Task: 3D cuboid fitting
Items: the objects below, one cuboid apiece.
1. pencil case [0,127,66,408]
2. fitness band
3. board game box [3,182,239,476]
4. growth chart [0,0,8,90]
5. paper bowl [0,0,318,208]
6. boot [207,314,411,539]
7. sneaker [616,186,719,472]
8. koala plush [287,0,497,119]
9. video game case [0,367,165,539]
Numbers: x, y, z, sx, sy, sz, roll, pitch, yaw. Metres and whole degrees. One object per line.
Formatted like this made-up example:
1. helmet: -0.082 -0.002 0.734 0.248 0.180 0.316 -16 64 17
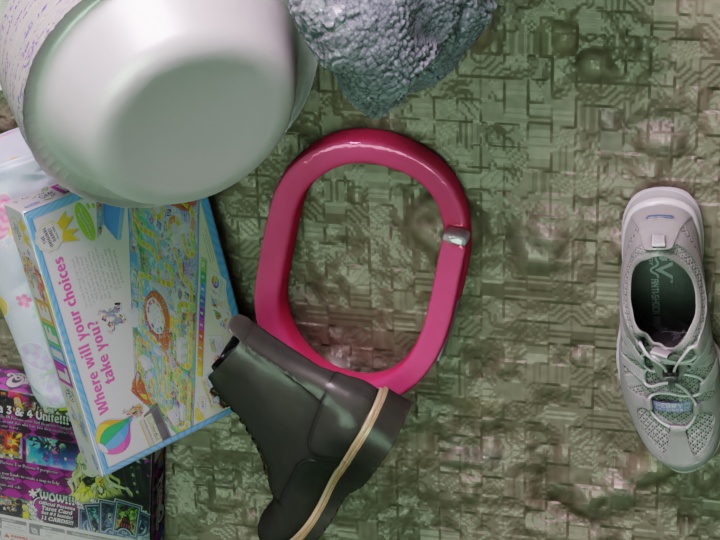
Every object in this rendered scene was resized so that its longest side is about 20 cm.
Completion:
1. pencil case: -0.217 -0.002 1.344 0.090 0.083 0.201 -17 111 2
2. fitness band: 0.000 0.000 1.314 0.142 0.037 0.201 16 117 7
3. board game box: -0.155 0.024 1.319 0.034 0.134 0.202 21 129 55
4. growth chart: -0.275 -0.210 1.298 0.143 0.018 0.202 1 115 15
5. paper bowl: -0.120 -0.123 1.190 0.199 0.105 0.202 -17 140 -15
6. boot: -0.064 0.117 1.350 0.138 0.078 0.200 31 131 -4
7. sneaker: 0.199 0.051 1.259 0.074 0.082 0.202 -6 113 17
8. koala plush: 0.056 -0.202 1.140 0.199 0.184 0.178 -27 106 12
9. video game case: -0.248 0.165 1.457 0.198 0.036 0.183 9 117 11
